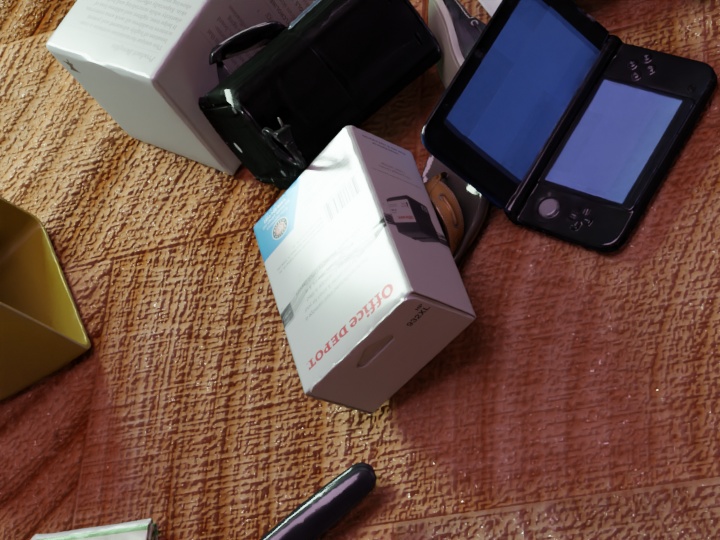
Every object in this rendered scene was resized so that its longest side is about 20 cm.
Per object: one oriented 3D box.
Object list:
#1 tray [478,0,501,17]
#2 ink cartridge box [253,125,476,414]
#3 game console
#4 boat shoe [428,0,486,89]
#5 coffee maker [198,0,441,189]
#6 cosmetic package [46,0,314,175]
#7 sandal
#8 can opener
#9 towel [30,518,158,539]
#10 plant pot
[{"bbox_3d":[0.187,-0.304,1.714,0.200,0.022,0.108,-52,55,31],"label":"tray"},{"bbox_3d":[0.000,0.000,1.597,0.145,0.084,0.200,-45,45,28],"label":"ink cartridge box"},{"bbox_3d":[0.183,-0.142,1.604,0.170,0.118,0.200,20,72,38],"label":"game console"},{"bbox_3d":[0.115,-0.194,1.716,0.066,0.075,0.200,-10,41,-11],"label":"boat shoe"},{"bbox_3d":[-0.026,-0.175,1.716,0.200,0.135,0.192,-42,38,-12],"label":"coffee maker"},{"bbox_3d":[-0.167,-0.237,1.840,0.167,0.166,0.200,22,72,39],"label":"cosmetic package"},{"bbox_3d":[0.059,-0.037,1.649,0.082,0.055,0.200,12,68,37],"label":"sandal"},{"bbox_3d":[-0.064,0.233,1.551,0.200,0.079,0.063,-44,10,-6],"label":"can opener"},{"bbox_3d":[-0.252,0.321,1.618,0.152,0.023,0.200,-11,57,25],"label":"towel"},{"bbox_3d":[-0.416,0.031,1.804,0.176,0.200,0.200,-42,48,15],"label":"plant pot"}]
